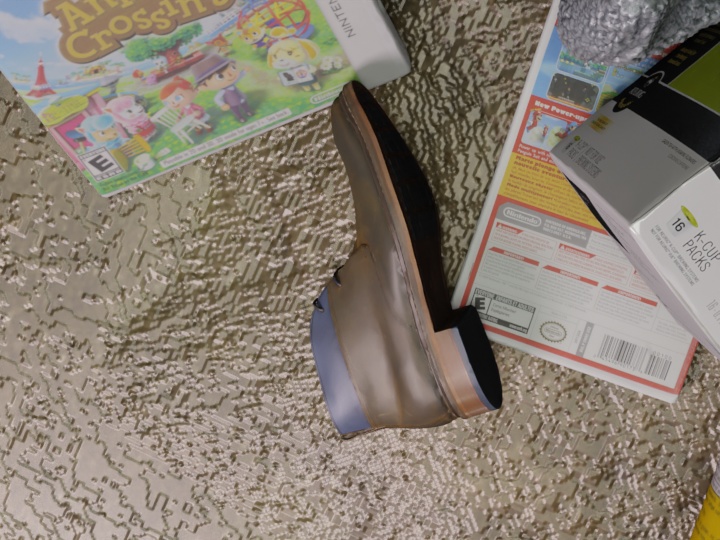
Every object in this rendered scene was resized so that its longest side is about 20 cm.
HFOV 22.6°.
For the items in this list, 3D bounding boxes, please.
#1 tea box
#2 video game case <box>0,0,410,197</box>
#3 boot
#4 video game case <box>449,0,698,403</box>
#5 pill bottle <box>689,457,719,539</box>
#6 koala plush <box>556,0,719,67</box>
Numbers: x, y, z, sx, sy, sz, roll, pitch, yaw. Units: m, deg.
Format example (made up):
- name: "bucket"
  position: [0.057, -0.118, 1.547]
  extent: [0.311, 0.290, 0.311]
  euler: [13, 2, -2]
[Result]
- name: "tea box"
  position: [0.223, -0.055, 0.899]
  extent: [0.197, 0.200, 0.134]
  euler: [-39, 104, 6]
- name: "video game case"
  position: [-0.094, -0.132, 0.974]
  extent: [0.199, 0.022, 0.182]
  euler: [-21, 140, 10]
- name: "boot"
  position: [0.000, 0.000, 1.015]
  extent: [0.097, 0.075, 0.201]
  euler: [-21, 89, 18]
- name: "video game case"
  position: [0.146, -0.040, 1.023]
  extent: [0.142, 0.017, 0.201]
  euler: [19, 102, 4]
- name: "pill bottle"
  position: [0.251, 0.120, 0.990]
  extent: [0.111, 0.111, 0.201]
  euler: [19, 101, 3]
- name: "koala plush"
  position: [0.164, -0.236, 0.873]
  extent: [0.183, 0.200, 0.178]
  euler: [-20, 62, -10]
